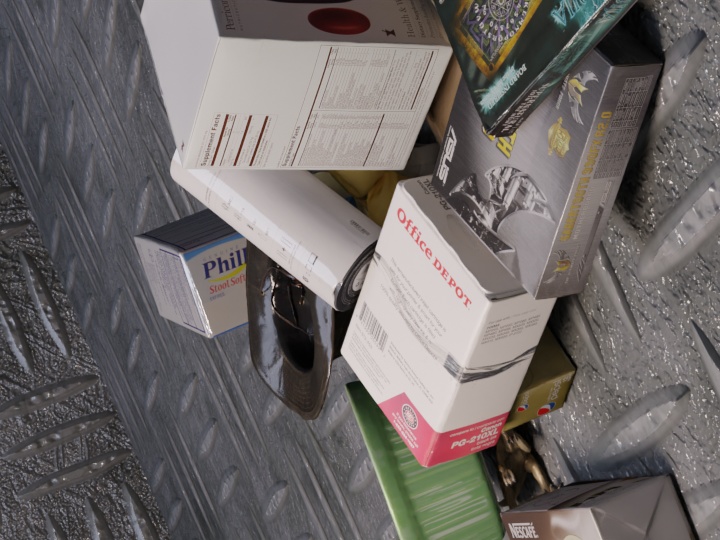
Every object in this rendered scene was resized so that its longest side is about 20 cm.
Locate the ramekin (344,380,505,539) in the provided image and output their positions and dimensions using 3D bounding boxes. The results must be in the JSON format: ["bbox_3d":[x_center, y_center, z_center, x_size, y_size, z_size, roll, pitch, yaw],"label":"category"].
[{"bbox_3d":[0.064,0.185,1.794,0.200,0.097,0.201,160,90,-88],"label":"ramekin"}]

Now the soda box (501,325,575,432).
[{"bbox_3d":[0.108,0.038,1.670,0.201,0.067,0.064,59,158,28],"label":"soda box"}]

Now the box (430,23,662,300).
[{"bbox_3d":[0.131,-0.105,1.393,0.159,0.048,0.201,52,138,42],"label":"box"}]

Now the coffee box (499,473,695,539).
[{"bbox_3d":[0.205,0.238,1.591,0.115,0.079,0.200,69,161,1],"label":"coffee box"}]

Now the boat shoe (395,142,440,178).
[{"bbox_3d":[0.024,-0.107,1.759,0.200,0.070,0.070,23,123,62],"label":"boat shoe"}]

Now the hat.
[{"bbox_3d":[-0.040,0.032,1.752,0.200,0.080,0.202,34,130,53],"label":"hat"}]

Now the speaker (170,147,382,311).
[{"bbox_3d":[-0.069,-0.054,1.633,0.200,0.081,0.081,38,150,20],"label":"speaker"}]

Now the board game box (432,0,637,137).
[{"bbox_3d":[0.123,-0.202,1.315,0.200,0.028,0.136,-47,56,50],"label":"board game box"}]

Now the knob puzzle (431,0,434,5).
[{"bbox_3d":[0.043,-0.323,1.477,0.219,0.030,0.221,170,90,-72],"label":"knob puzzle"}]

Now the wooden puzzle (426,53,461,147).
[{"bbox_3d":[0.111,-0.105,1.570,0.186,0.037,0.200,65,166,11],"label":"wooden puzzle"}]

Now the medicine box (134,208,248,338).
[{"bbox_3d":[-0.131,-0.014,2.106,0.200,0.181,0.104,18,128,67],"label":"medicine box"}]

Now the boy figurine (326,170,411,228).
[{"bbox_3d":[-0.016,-0.095,1.674,0.200,0.064,0.124,44,-178,10],"label":"boy figurine"}]

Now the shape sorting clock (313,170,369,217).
[{"bbox_3d":[0.000,0.000,1.787,0.200,0.039,0.201,51,150,44],"label":"shape sorting clock"}]

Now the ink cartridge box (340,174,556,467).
[{"bbox_3d":[0.072,0.038,1.571,0.145,0.084,0.201,53,141,33],"label":"ink cartridge box"}]

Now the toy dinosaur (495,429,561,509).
[{"bbox_3d":[0.145,0.182,1.770,0.201,0.058,0.101,71,177,-46],"label":"toy dinosaur"}]

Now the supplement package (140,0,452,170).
[{"bbox_3d":[-0.058,-0.200,1.578,0.148,0.199,0.192,112,148,-44],"label":"supplement package"}]

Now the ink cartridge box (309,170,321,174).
[{"bbox_3d":[-0.057,-0.166,1.886,0.146,0.087,0.201,57,159,31],"label":"ink cartridge box"}]
